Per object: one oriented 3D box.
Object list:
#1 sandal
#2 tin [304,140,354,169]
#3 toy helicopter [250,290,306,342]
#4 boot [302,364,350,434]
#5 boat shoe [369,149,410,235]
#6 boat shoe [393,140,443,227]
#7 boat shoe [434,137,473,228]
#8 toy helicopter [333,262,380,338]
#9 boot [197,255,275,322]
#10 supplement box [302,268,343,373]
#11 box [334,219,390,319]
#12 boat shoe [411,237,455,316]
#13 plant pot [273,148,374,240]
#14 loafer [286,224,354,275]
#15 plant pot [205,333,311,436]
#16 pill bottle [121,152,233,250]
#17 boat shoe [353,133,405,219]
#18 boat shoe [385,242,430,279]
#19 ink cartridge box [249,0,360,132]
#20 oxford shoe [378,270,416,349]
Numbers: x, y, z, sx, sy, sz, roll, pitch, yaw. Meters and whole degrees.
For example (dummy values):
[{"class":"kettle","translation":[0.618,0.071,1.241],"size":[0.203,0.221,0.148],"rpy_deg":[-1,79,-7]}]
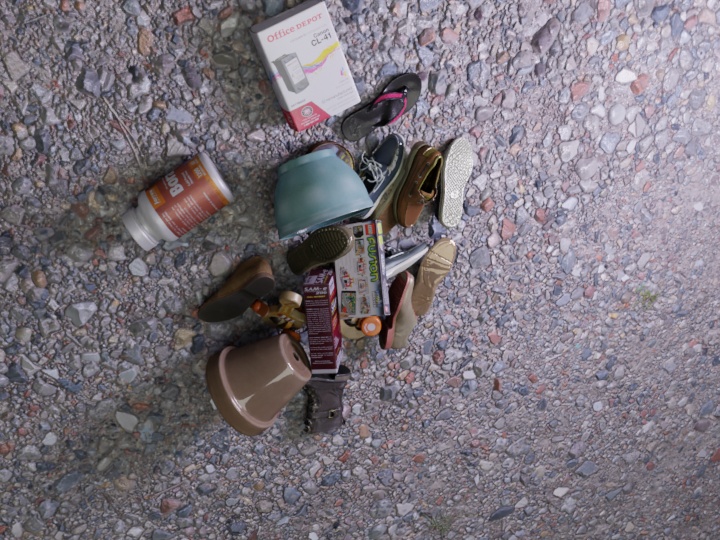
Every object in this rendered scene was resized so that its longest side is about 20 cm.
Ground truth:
[{"class":"sandal","translation":[0.051,-0.333,1.384],"size":[0.199,0.045,0.075],"rpy_deg":[-37,120,-2]},{"class":"tin","translation":[-0.094,-0.180,1.404],"size":[0.111,0.042,0.201],"rpy_deg":[34,98,-25]},{"class":"toy helicopter","translation":[-0.171,0.082,1.425],"size":[0.131,0.200,0.080],"rpy_deg":[19,65,-8]},{"class":"boot","translation":[-0.113,0.316,1.599],"size":[0.197,0.069,0.176],"rpy_deg":[3,111,-24]},{"class":"boat shoe","translation":[0.068,-0.168,1.463],"size":[0.073,0.063,0.202],"rpy_deg":[11,114,-51]},{"class":"boat shoe","translation":[0.122,-0.168,1.407],"size":[0.071,0.068,0.202],"rpy_deg":[-25,139,-36]},{"class":"boat shoe","translation":[0.204,-0.197,1.494],"size":[0.074,0.062,0.203],"rpy_deg":[7,95,-18]},{"class":"toy helicopter","translation":[-0.033,0.062,1.520],"size":[0.130,0.079,0.203],"rpy_deg":[-12,108,0]},{"class":"boot","translation":[-0.268,0.043,1.429],"size":[0.199,0.076,0.074],"rpy_deg":[-32,140,16]},{"class":"supplement box","translation":[-0.079,0.108,1.441],"size":[0.060,0.109,0.203],"rpy_deg":[-3,107,7]},{"class":"box","translation":[0.000,0.000,1.433],"size":[0.109,0.035,0.203],"rpy_deg":[-6,86,23]},{"class":"boat shoe","translation":[0.163,0.008,1.567],"size":[0.071,0.065,0.202],"rpy_deg":[17,109,-9]},{"class":"plant pot","translation":[-0.087,-0.155,1.303],"size":[0.198,0.200,0.136],"rpy_deg":[-20,92,-11]},{"class":"loafer","translation":[-0.078,-0.050,1.406],"size":[0.067,0.199,0.077],"rpy_deg":[-28,95,-46]},{"class":"plant pot","translation":[-0.202,0.227,1.429],"size":[0.173,0.201,0.201],"rpy_deg":[-31,121,15]},{"class":"pill bottle","translation":[-0.353,-0.129,1.287],"size":[0.199,0.112,0.113],"rpy_deg":[-35,120,-3]},{"class":"boat shoe","translation":[0.025,-0.203,1.414],"size":[0.062,0.075,0.201],"rpy_deg":[7,121,-55]},{"class":"boat shoe","translation":[0.077,-0.027,1.507],"size":[0.199,0.073,0.062],"rpy_deg":[-30,79,-30]},{"class":"ink cartridge box","translation":[-0.105,-0.392,1.278],"size":[0.146,0.086,0.202],"rpy_deg":[-27,121,-7]},{"class":"oxford shoe","translation":[0.098,0.093,1.549],"size":[0.074,0.071,0.202],"rpy_deg":[5,118,-20]}]
